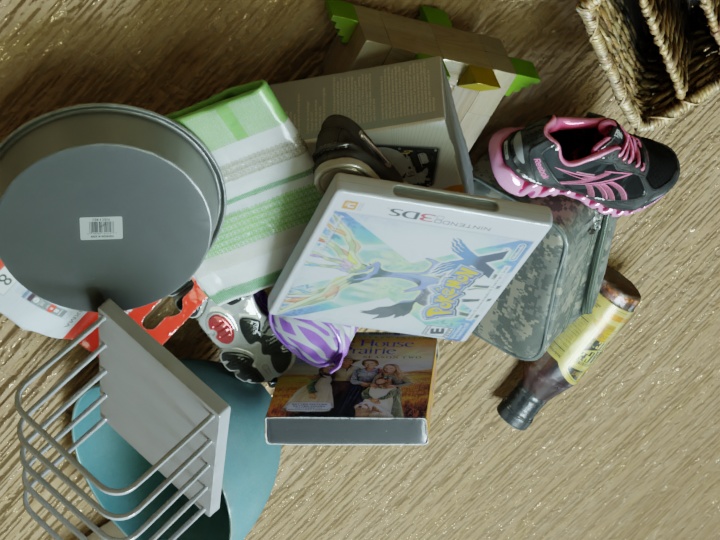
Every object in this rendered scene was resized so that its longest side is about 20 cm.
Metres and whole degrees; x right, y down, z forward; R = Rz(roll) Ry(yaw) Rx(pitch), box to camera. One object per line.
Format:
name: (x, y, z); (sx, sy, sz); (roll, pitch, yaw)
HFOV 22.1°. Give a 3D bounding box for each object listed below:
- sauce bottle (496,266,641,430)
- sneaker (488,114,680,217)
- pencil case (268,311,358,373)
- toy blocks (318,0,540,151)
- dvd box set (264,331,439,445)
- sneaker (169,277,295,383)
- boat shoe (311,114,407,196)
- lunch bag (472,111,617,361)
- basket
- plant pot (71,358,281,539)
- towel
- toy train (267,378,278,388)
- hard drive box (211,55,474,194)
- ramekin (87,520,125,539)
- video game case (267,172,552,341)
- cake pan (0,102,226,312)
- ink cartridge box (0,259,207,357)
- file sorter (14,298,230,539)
sauce bottle: (0.221, 0.087, 1.986); (0.066, 0.066, 0.200); (14, 120, -43)
sneaker: (0.217, -0.103, 1.651); (0.200, 0.079, 0.095); (3, 156, -31)
pencil case: (0.000, 0.000, 1.674); (0.200, 0.086, 0.084); (-48, -174, -33)
toy blocks: (0.036, -0.151, 1.619); (0.200, 0.100, 0.137); (9, 131, -28)
dvd box set: (-0.003, 0.107, 1.705); (0.146, 0.200, 0.029); (0, 110, 6)
sneaker: (-0.129, 0.014, 1.669); (0.081, 0.083, 0.200); (-24, 123, 2)
boat shoe: (0.020, -0.057, 1.514); (0.067, 0.057, 0.200); (-14, 146, 20)
lunch bag: (0.177, -0.040, 1.784); (0.168, 0.139, 0.200); (-42, 150, -41)
basket: (0.285, -0.236, 1.624); (0.143, 0.149, 0.200); (-6, 144, 21)
plant pot: (-0.151, 0.160, 1.717); (0.135, 0.200, 0.200); (-36, 147, -41)
towel: (-0.099, -0.064, 1.514); (0.149, 0.031, 0.200); (-19, 131, 13)
toy train: (-0.005, 0.097, 1.858); (0.200, 0.034, 0.046); (-5, 127, -32)
hard drive box: (-0.012, -0.089, 1.569); (0.200, 0.077, 0.156); (-9, 141, 10)
ramekin: (-0.215, 0.334, 1.885); (0.200, 0.098, 0.201); (-20, 137, -20)
video game case: (0.037, -0.006, 1.520); (0.182, 0.022, 0.200); (9, 148, -16)
cake pan: (-0.206, -0.043, 1.470); (0.200, 0.037, 0.200); (-4, 131, -5)
ink cartridge box: (-0.218, -0.002, 1.561); (0.200, 0.050, 0.162); (38, 102, -27)
file sorter: (-0.203, 0.151, 1.527); (0.125, 0.139, 0.200); (-42, 162, -27)
